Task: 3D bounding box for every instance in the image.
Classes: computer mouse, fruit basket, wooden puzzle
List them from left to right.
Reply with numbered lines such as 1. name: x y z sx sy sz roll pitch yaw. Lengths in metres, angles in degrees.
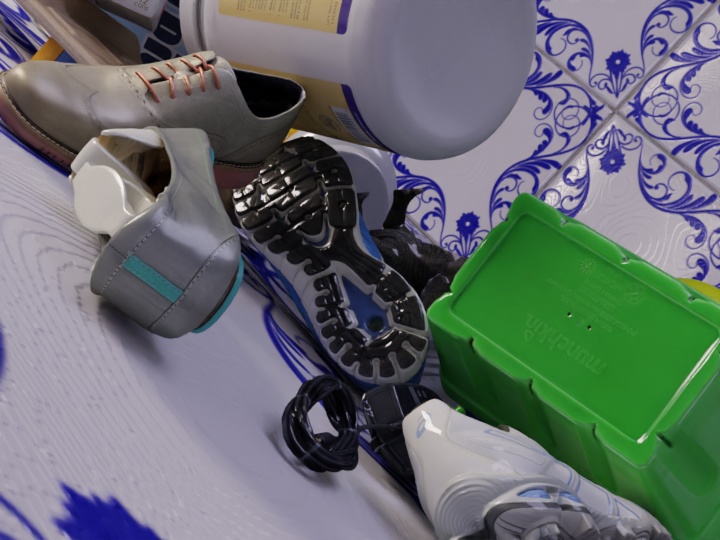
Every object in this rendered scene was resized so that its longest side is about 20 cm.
1. wooden puzzle: -0.142 -0.099 0.912 0.200 0.046 0.185 50 7 17
2. computer mouse: 0.004 0.081 0.657 0.059 0.034 0.200 66 17 17
3. fruit basket: 0.161 0.059 0.796 0.215 0.156 0.216 38 -5 4

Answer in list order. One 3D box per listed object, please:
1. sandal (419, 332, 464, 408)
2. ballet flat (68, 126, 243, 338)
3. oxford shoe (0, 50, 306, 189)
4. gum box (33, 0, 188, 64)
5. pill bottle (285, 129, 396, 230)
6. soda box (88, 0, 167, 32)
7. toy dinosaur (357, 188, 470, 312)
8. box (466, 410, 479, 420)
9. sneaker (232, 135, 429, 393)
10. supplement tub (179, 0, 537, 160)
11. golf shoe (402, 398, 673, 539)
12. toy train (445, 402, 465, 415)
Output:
1. sandal: 0.056 0.062 0.939 0.203 0.082 0.050 -51 135 -66
2. ballet flat: -0.096 -0.034 0.601 0.064 0.067 0.200 33 9 -23
3. oxford shoe: -0.109 -0.094 0.741 0.200 0.074 0.071 -2 54 -56
4. gum box: -0.123 -0.202 1.023 0.200 0.170 0.045 30 43 -9
5. pill bottle: -0.029 -0.078 1.197 0.113 0.113 0.200 42 6 -13
6. soda box: -0.219 -0.234 0.928 0.199 0.064 0.068 23 -1 -7
7. toy dinosaur: 0.000 0.000 0.934 0.077 0.199 0.103 -8 90 -49
8. box: 0.065 0.072 1.040 0.121 0.032 0.200 18 22 -51
9. sneaker: -0.020 0.003 0.854 0.089 0.078 0.200 79 -14 -58
10. supplement tub: -0.006 -0.154 0.859 0.200 0.146 0.145 20 -13 45
11. golf shoe: 0.088 0.112 0.673 0.200 0.078 0.097 37 18 -55
12. toy train: 0.100 0.147 0.776 0.200 0.042 0.056 43 -5 1
